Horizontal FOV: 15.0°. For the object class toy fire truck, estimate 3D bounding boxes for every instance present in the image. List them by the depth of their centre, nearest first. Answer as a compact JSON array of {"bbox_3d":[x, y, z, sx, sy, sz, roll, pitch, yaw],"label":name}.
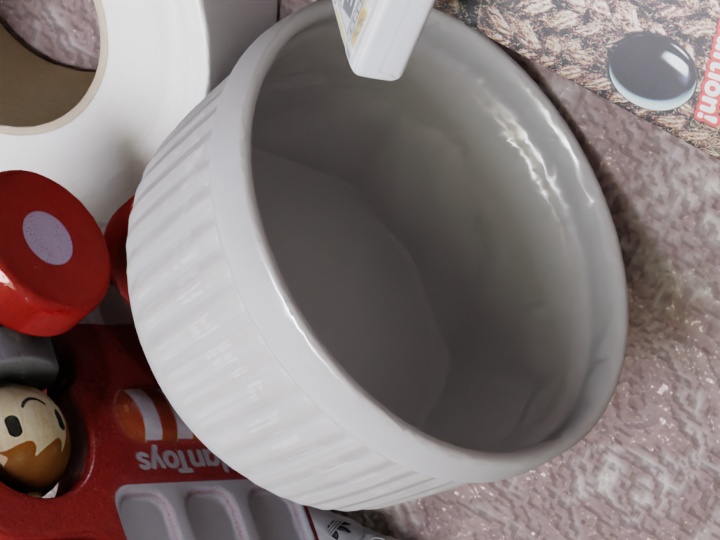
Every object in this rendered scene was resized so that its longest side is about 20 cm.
[{"bbox_3d":[-0.112,0.060,1.100,0.112,0.200,0.168,-38,64,35],"label":"toy fire truck"}]

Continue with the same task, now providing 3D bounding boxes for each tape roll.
[{"bbox_3d":[-0.139,-0.118,1.164,0.202,0.071,0.203,11,120,20],"label":"tape roll"}]

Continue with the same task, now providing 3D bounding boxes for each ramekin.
[{"bbox_3d":[0.000,0.000,1.084,0.105,0.200,0.200,-30,100,42],"label":"ramekin"}]

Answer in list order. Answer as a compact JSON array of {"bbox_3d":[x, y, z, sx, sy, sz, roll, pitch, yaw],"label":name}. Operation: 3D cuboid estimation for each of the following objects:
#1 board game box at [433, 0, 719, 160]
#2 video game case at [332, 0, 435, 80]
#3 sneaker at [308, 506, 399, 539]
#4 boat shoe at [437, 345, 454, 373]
[{"bbox_3d":[0.134,-0.141,1.002,0.200,0.097,0.160,28,124,11],"label":"board game box"},{"bbox_3d":[0.022,-0.201,0.984,0.023,0.182,0.200,8,129,-20],"label":"video game case"},{"bbox_3d":[-0.030,0.192,1.267,0.115,0.075,0.201,16,118,21],"label":"sneaker"},{"bbox_3d":[-0.013,0.053,1.199,0.199,0.057,0.069,10,119,22],"label":"boat shoe"}]
